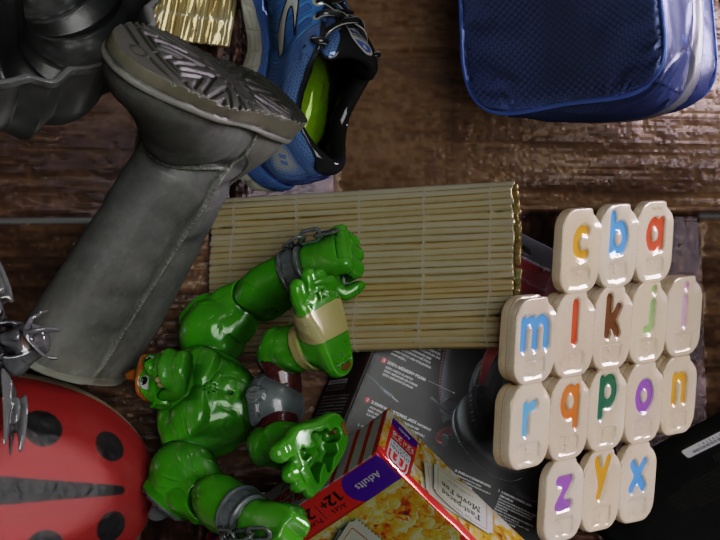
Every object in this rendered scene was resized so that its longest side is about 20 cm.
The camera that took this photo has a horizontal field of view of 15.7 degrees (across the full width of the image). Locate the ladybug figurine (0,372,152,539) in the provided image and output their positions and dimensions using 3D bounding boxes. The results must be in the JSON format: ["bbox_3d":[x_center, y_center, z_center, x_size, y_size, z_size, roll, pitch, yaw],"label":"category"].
[{"bbox_3d":[-0.205,0.124,1.482,0.200,0.072,0.136,-3,87,-19],"label":"ladybug figurine"}]

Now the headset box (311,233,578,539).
[{"bbox_3d":[0.064,0.068,1.577,0.148,0.075,0.200,25,79,-16],"label":"headset box"}]

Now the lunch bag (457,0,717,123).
[{"bbox_3d":[0.137,-0.189,1.582,0.136,0.132,0.201,-4,88,23],"label":"lunch bag"}]

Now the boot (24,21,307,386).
[{"bbox_3d":[-0.133,-0.031,1.447,0.200,0.073,0.182,-47,148,14],"label":"boot"}]

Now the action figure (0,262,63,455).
[{"bbox_3d":[-0.259,0.054,1.424,0.199,0.069,0.130,-11,61,3],"label":"action figure"}]

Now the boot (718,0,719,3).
[{"bbox_3d":[0.224,-0.271,1.661,0.107,0.075,0.200,-27,94,-24],"label":"boot"}]

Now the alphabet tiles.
[{"bbox_3d":[0.143,0.058,1.543,0.200,0.015,0.196,-7,102,-50],"label":"alphabet tiles"}]

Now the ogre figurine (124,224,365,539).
[{"bbox_3d":[-0.065,0.074,1.483,0.098,0.120,0.201,14,69,-52],"label":"ogre figurine"}]

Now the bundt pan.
[{"bbox_3d":[-0.213,-0.149,1.461,0.201,0.076,0.202,8,47,-9],"label":"bundt pan"}]

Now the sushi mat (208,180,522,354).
[{"bbox_3d":[0.000,0.000,1.525,0.200,0.012,0.096,-3,82,24],"label":"sushi mat"}]

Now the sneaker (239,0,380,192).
[{"bbox_3d":[-0.023,-0.146,1.546,0.078,0.089,0.201,6,88,-47],"label":"sneaker"}]

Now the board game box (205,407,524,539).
[{"bbox_3d":[0.027,0.192,1.513,0.200,0.151,0.046,44,30,-17],"label":"board game box"}]

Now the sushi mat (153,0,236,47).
[{"bbox_3d":[-0.109,-0.237,1.564,0.095,0.012,0.201,12,82,-19],"label":"sushi mat"}]

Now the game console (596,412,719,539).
[{"bbox_3d":[0.261,0.183,1.632,0.200,0.176,0.117,-24,132,-20],"label":"game console"}]
